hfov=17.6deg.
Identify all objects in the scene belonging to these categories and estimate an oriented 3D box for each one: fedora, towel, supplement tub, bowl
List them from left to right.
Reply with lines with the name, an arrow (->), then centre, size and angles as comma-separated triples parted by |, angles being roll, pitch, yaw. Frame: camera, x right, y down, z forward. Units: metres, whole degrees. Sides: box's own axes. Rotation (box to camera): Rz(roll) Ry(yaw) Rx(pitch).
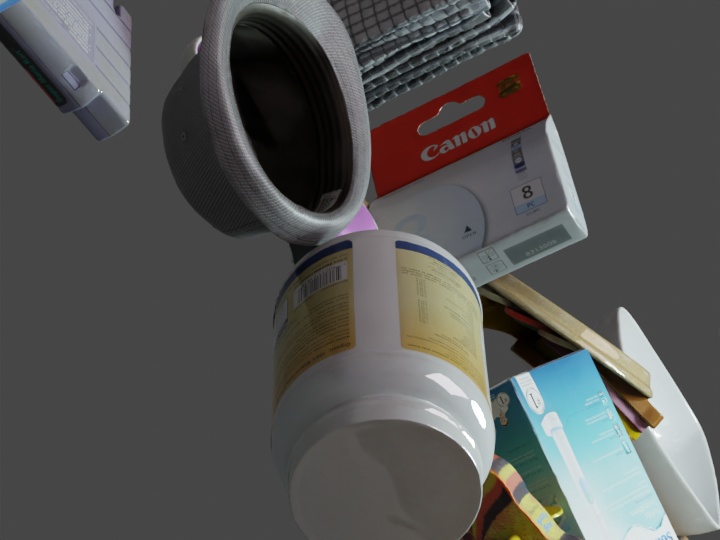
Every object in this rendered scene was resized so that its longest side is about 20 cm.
fedora -> -0.075, -0.102, 1.600 | 0.177, 0.090, 0.201 | 19, 57, -50
supplement tub -> 0.013, 0.082, 1.519 | 0.145, 0.144, 0.200 | 53, 20, -30
towel -> 0.032, -0.233, 1.957 | 0.086, 0.200, 0.166 | 47, 24, -44
bowl -> 0.278, 0.157, 2.317 | 0.200, 0.075, 0.200 | 55, 19, -25

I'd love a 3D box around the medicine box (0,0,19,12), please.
medicine box -> -0.273, -0.231, 1.210 | 0.200, 0.103, 0.183 | 25, 41, -63

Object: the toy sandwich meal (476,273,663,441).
toy sandwich meal -> 0.170, 0.075, 2.025 | 0.205, 0.070, 0.205 | 35, 1, 0

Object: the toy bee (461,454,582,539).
toy bee -> 0.136, 0.211, 1.743 | 0.200, 0.109, 0.131 | 53, 23, -21

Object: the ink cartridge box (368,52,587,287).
ink cartridge box -> 0.077, -0.077, 1.813 | 0.047, 0.160, 0.200 | 48, 22, -48

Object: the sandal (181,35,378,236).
sandal -> -0.053, -0.092, 1.691 | 0.203, 0.050, 0.082 | 48, 36, -6

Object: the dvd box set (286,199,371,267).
dvd box set -> 0.000, 0.000, 1.798 | 0.200, 0.029, 0.147 | 43, 26, -51

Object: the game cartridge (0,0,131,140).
game cartridge -> -0.211, -0.185, 1.450 | 0.200, 0.038, 0.130 | 51, 25, -34

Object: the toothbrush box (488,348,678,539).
toothbrush box -> 0.163, 0.179, 1.875 | 0.146, 0.085, 0.200 | -17, 79, -59
